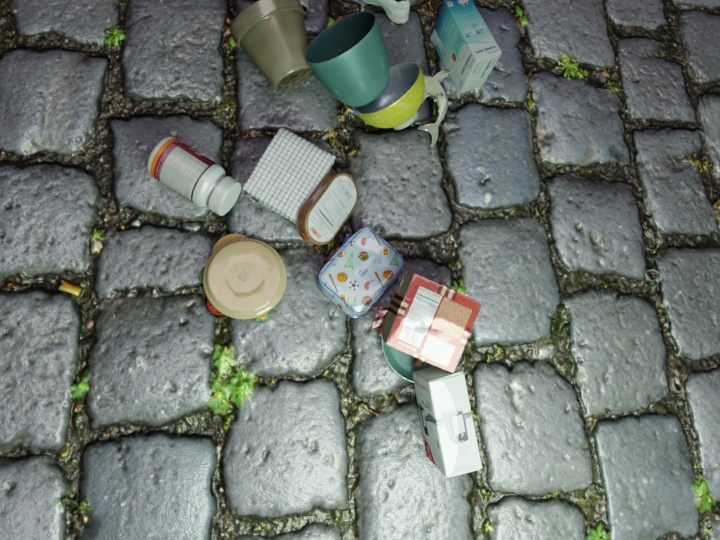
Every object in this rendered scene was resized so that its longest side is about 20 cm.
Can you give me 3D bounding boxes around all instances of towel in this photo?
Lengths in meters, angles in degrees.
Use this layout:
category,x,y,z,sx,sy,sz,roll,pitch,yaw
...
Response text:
category,x,y,z,sx,sy,sz,roll,pitch,yaw
towel,-0.174,-0.227,1.267,0.165,0.086,0.201,29,75,-7

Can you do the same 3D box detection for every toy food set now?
category,x,y,z,sx,sy,sz,roll,pitch,yaw
toy food set,-0.272,0.020,1.196,0.198,0.049,0.199,22,71,-2

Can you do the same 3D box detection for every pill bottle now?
category,x,y,z,sx,sy,sz,roll,pitch,yaw
pill bottle,-0.391,-0.221,1.217,0.199,0.110,0.110,32,71,1

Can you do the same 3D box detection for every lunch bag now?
category,x,y,z,sx,sy,sz,roll,pitch,yaw
lunch bag,0.000,0.000,1.232,0.160,0.076,0.200,41,72,7

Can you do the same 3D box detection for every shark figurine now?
category,x,y,z,sx,sy,sz,roll,pitch,yaw
shark figurine,0.213,-0.454,1.405,0.127,0.089,0.216,-19,65,21

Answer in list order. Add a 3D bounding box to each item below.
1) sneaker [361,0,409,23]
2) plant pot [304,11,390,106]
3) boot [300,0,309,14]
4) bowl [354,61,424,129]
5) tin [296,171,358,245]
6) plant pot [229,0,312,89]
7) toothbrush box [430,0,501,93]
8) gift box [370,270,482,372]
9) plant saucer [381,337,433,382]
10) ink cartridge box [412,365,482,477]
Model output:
category,x,y,z,sx,sy,sz,roll,pitch,yaw
sneaker,0.062,-0.803,1.482,0.199,0.080,0.071,33,73,3
plant pot,-0.016,-0.517,1.294,0.199,0.161,0.202,-19,44,19
boot,-0.239,-0.761,1.422,0.198,0.074,0.096,-2,67,-11
bowl,0.094,-0.439,1.349,0.108,0.199,0.201,48,66,-37
tin,-0.077,-0.153,1.250,0.112,0.042,0.201,47,67,-36
plant pot,-0.211,-0.576,1.327,0.199,0.200,0.175,-27,96,-16
toothbrush box,0.289,-0.627,1.429,0.085,0.147,0.201,-22,79,-14
gift box,0.133,0.116,1.127,0.183,0.187,0.201,28,91,-2
plant saucer,0.144,0.170,1.223,0.198,0.036,0.202,2,74,-8
ink cartridge box,0.181,0.315,1.106,0.083,0.145,0.202,-11,88,-9
